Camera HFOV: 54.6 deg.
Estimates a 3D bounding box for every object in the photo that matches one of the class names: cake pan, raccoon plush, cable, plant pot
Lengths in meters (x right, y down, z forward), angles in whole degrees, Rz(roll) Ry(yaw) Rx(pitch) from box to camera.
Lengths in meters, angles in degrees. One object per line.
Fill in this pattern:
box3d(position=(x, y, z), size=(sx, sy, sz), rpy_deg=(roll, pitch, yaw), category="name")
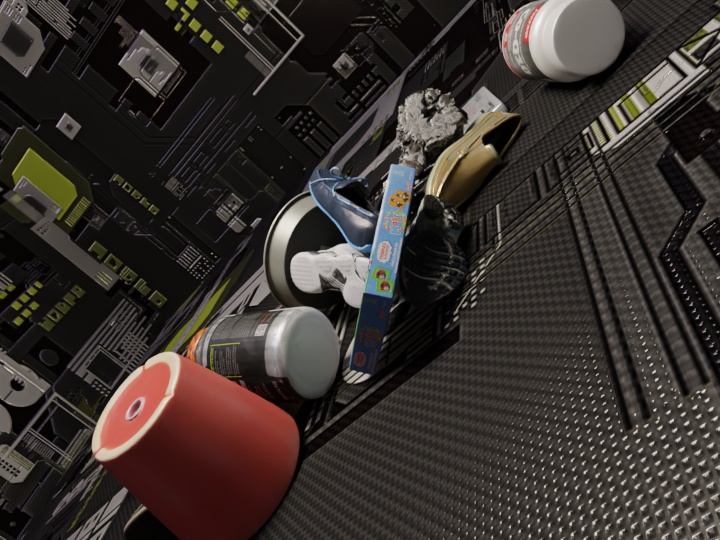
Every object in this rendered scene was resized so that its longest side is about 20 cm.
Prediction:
box3d(position=(-0.065, -0.026, 1.115), size=(0.036, 0.201, 0.201), rpy_deg=(17, 63, 44), category="cake pan")
box3d(position=(0.089, -0.182, 1.061), size=(0.201, 0.096, 0.134), rpy_deg=(-50, -17, -7), category="raccoon plush")
box3d(position=(0.079, -0.116, 1.076), size=(0.199, 0.051, 0.163), rpy_deg=(-29, 14, 14), category="cable")
box3d(position=(-0.201, 0.205, 0.824), size=(0.199, 0.177, 0.202), rpy_deg=(-31, 33, 23), category="plant pot")

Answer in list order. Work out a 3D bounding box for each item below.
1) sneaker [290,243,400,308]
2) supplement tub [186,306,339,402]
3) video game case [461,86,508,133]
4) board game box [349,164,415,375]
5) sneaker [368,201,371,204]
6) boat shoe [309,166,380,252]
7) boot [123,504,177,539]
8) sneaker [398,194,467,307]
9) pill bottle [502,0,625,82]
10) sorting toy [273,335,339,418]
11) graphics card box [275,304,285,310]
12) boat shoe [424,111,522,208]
box3d(position=(0.000, 0.000, 1.022), size=(0.198, 0.076, 0.114), rpy_deg=(9, 18, 41), category="sneaker")
box3d(position=(-0.136, 0.118, 0.946), size=(0.198, 0.123, 0.123), rpy_deg=(-8, 38, 37), category="supplement tub")
box3d(position=(0.177, -0.244, 1.253), size=(0.182, 0.023, 0.200), rpy_deg=(-45, 15, 16), category="video game case")
box3d(position=(0.027, -0.002, 0.831), size=(0.152, 0.036, 0.202), rpy_deg=(100, -177, -50), category="board game box")
box3d(position=(-0.035, -0.048, 1.229), size=(0.202, 0.075, 0.105), rpy_deg=(-59, -7, -10), category="sneaker")
box3d(position=(-0.010, -0.104, 1.033), size=(0.200, 0.083, 0.069), rpy_deg=(49, 127, 39), category="boat shoe")
box3d(position=(-0.260, 0.294, 1.023), size=(0.200, 0.073, 0.151), rpy_deg=(-44, 27, 7), category="boot")
box3d(position=(0.083, -0.008, 0.860), size=(0.087, 0.077, 0.201), rpy_deg=(-62, 3, 36), category="sneaker")
box3d(position=(0.274, -0.318, 0.958), size=(0.114, 0.114, 0.200), rpy_deg=(-47, 14, 8), category="pill bottle")
box3d(position=(-0.128, 0.178, 1.049), size=(0.199, 0.036, 0.186), rpy_deg=(-28, 25, 56), category="sorting toy")
box3d(position=(-0.153, 0.112, 1.212), size=(0.126, 0.051, 0.200), rpy_deg=(-53, 7, -37), category="graphics card box")
box3d(position=(0.164, -0.158, 0.986), size=(0.076, 0.072, 0.201), rpy_deg=(1, 51, 53), category="boat shoe")
